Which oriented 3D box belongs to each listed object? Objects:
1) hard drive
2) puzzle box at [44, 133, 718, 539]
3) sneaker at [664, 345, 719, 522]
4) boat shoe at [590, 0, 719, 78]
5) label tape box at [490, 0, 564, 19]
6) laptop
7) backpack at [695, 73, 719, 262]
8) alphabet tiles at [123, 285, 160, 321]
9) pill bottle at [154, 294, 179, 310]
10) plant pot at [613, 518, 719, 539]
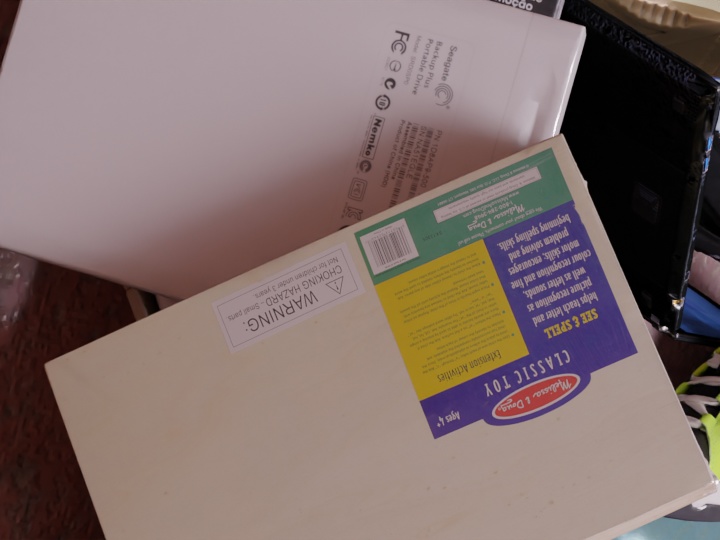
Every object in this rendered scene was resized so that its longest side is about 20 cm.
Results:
[{"bbox_3d":[-0.033,-0.049,0.893,0.027,0.199,0.133,38,68,-82],"label":"hard drive"},{"bbox_3d":[0.005,0.054,0.843,0.025,0.199,0.134,52,15,-72],"label":"puzzle box"},{"bbox_3d":[0.156,0.051,1.045,0.199,0.071,0.084,-9,103,-45],"label":"sneaker"},{"bbox_3d":[0.117,-0.134,1.125,0.199,0.073,0.065,12,64,-15],"label":"boat shoe"},{"bbox_3d":[0.031,-0.192,0.965,0.063,0.143,0.201,65,42,-84],"label":"label tape box"},{"bbox_3d":[0.105,-0.058,1.078,0.103,0.177,0.201,-30,141,-33],"label":"laptop"},{"bbox_3d":[0.185,-0.075,1.245,0.199,0.162,0.155,4,90,-49],"label":"backpack"},{"bbox_3d":[-0.045,0.075,0.953,0.167,0.008,0.201,30,35,-64],"label":"alphabet tiles"},{"bbox_3d":[0.000,0.000,1.005,0.200,0.112,0.113,14,90,-71],"label":"pill bottle"},{"bbox_3d":[0.083,0.121,1.135,0.200,0.199,0.189,-40,117,-41],"label":"plant pot"}]
